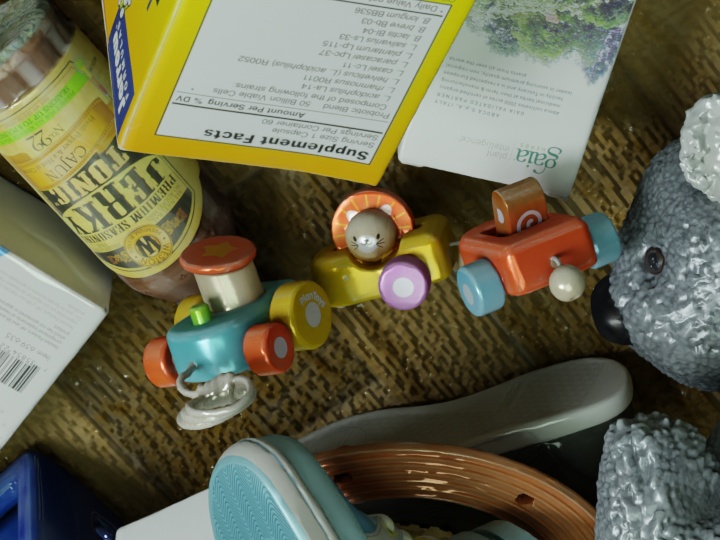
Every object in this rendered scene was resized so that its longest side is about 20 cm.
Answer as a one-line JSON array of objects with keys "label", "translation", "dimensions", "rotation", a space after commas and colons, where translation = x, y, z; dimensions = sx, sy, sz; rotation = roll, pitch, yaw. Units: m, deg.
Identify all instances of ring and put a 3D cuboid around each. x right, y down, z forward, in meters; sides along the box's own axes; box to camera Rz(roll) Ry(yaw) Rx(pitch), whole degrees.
[{"label": "ring", "translation": [0.025, 0.141, 1.162], "dimensions": [0.200, 0.019, 0.200], "rotation": [3, 137, 3]}]

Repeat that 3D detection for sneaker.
[{"label": "sneaker", "translation": [0.043, 0.116, 1.187], "dimensions": [0.200, 0.071, 0.099], "rotation": [-15, 115, 3]}, {"label": "sneaker", "translation": [0.022, 0.129, 1.074], "dimensions": [0.131, 0.080, 0.200], "rotation": [-41, 115, -31]}]

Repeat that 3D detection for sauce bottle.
[{"label": "sauce bottle", "translation": [-0.100, -0.034, 1.102], "dimensions": [0.065, 0.065, 0.200], "rotation": [-35, 117, 16]}]

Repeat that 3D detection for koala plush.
[{"label": "koala plush", "translation": [0.173, 0.028, 1.058], "dimensions": [0.184, 0.177, 0.200], "rotation": [-14, 76, 5]}]

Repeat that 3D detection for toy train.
[{"label": "toy train", "translation": [0.000, 0.000, 1.047], "dimensions": [0.200, 0.150, 0.056], "rotation": [-21, 103, -13]}]

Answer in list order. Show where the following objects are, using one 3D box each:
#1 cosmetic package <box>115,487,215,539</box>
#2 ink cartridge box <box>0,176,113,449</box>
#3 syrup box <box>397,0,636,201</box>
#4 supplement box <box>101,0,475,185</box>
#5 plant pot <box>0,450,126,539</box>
[{"label": "cosmetic package", "translation": [-0.029, 0.197, 1.139], "dimensions": [0.071, 0.101, 0.200], "rotation": [-26, 130, 26]}, {"label": "ink cartridge box", "translation": [-0.217, 0.045, 1.140], "dimensions": [0.116, 0.067, 0.200], "rotation": [33, 113, -19]}, {"label": "syrup box", "translation": [0.076, -0.138, 1.040], "dimensions": [0.079, 0.081, 0.200], "rotation": [12, 120, -8]}, {"label": "supplement box", "translation": [-0.017, -0.141, 0.915], "dimensions": [0.109, 0.110, 0.200], "rotation": [8, 138, -21]}, {"label": "plant pot", "translation": [-0.155, 0.243, 1.184], "dimensions": [0.200, 0.200, 0.180], "rotation": [-41, 118, 19]}]
